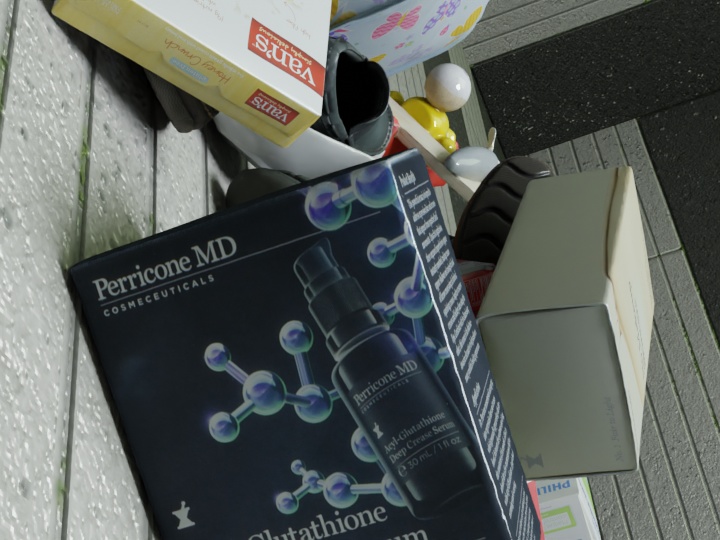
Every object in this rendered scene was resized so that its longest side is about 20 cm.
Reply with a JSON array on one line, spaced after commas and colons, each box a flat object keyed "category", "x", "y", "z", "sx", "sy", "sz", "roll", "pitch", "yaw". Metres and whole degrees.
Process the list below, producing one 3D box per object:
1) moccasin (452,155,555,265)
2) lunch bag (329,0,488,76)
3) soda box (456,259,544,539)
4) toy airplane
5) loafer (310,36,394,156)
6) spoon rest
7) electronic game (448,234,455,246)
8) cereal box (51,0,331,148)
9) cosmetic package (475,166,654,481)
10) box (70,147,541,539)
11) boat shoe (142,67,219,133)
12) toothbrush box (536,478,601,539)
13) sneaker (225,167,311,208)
[{"category": "moccasin", "x": 0.097, "y": 0.018, "z": 0.839, "sx": 0.078, "sy": 0.073, "sz": 0.204, "roll": 77, "pitch": 20, "yaw": -75}, {"category": "lunch bag", "x": 0.001, "y": -0.218, "z": 0.912, "sx": 0.169, "sy": 0.198, "sz": 0.129, "roll": 7, "pitch": 66, "yaw": -76}, {"category": "soda box", "x": 0.057, "y": 0.097, "z": 0.722, "sx": 0.070, "sy": 0.063, "sz": 0.203, "roll": 10, "pitch": -69, "yaw": 64}, {"category": "toy airplane", "x": 0.042, "y": -0.142, "z": 1.120, "sx": 0.200, "sy": 0.141, "sz": 0.199, "roll": 44, "pitch": 4, "yaw": -18}, {"category": "loafer", "x": -0.011, "y": -0.118, "z": 0.845, "sx": 0.200, "sy": 0.070, "sz": 0.069, "roll": 26, "pitch": 75, "yaw": -68}, {"category": "spoon rest", "x": -0.020, "y": -0.063, "z": 0.769, "sx": 0.200, "sy": 0.061, "sz": 0.099, "roll": 43, "pitch": -2, "yaw": 0}, {"category": "electronic game", "x": 0.042, "y": 0.073, "z": 0.876, "sx": 0.200, "sy": 0.041, "sz": 0.202, "roll": 15, "pitch": 90, "yaw": -77}, {"category": "cereal box", "x": -0.079, "y": -0.179, "z": 0.652, "sx": 0.143, "sy": 0.039, "sz": 0.202, "roll": 27, "pitch": 46, "yaw": -30}, {"category": "cosmetic package", "x": 0.126, "y": 0.023, "z": 0.705, "sx": 0.200, "sy": 0.072, "sz": 0.105, "roll": -61, "pitch": 140, "yaw": -60}, {"category": "box", "x": -0.016, "y": 0.064, "z": 0.545, "sx": 0.107, "sy": 0.147, "sz": 0.202, "roll": -38, "pitch": 110, "yaw": -78}, {"category": "boat shoe", "x": -0.089, "y": -0.160, "z": 0.714, "sx": 0.201, "sy": 0.073, "sz": 0.075, "roll": -95, "pitch": 163, "yaw": -46}, {"category": "toothbrush box", "x": 0.108, "y": 0.156, "z": 0.999, "sx": 0.201, "sy": 0.144, "sz": 0.087, "roll": -91, "pitch": 160, "yaw": -52}, {"category": "sneaker", "x": -0.038, "y": 0.020, "z": 0.690, "sx": 0.090, "sy": 0.076, "sz": 0.201, "roll": -5, "pitch": 53, "yaw": -40}]
